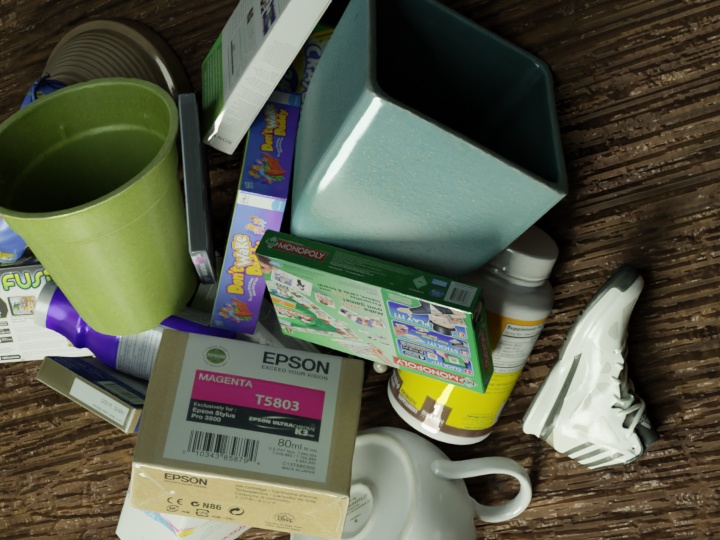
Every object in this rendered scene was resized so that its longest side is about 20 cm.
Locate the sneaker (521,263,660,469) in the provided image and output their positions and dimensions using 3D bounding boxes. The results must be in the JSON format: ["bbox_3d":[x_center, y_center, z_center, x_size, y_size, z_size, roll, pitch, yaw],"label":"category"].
[{"bbox_3d":[0.232,0.094,1.540,0.115,0.076,0.201,33,126,14],"label":"sneaker"}]

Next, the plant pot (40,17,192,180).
[{"bbox_3d":[-0.275,-0.158,1.795,0.200,0.092,0.202,9,106,33],"label":"plant pot"}]

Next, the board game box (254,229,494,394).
[{"bbox_3d":[0.014,0.036,1.495,0.199,0.029,0.135,16,151,19],"label":"board game box"}]

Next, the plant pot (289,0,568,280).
[{"bbox_3d":[0.038,-0.098,1.498,0.195,0.197,0.200,25,126,-19],"label":"plant pot"}]

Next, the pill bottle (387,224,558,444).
[{"bbox_3d":[0.106,0.051,1.579,0.109,0.109,0.201,34,118,22],"label":"pill bottle"}]

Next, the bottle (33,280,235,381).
[{"bbox_3d":[-0.227,0.062,1.735,0.199,0.065,0.084,17,120,5],"label":"bottle"}]

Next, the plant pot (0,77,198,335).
[{"bbox_3d":[-0.238,-0.046,1.632,0.199,0.200,0.191,13,139,31],"label":"plant pot"}]

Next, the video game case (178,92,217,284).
[{"bbox_3d":[-0.151,-0.072,1.619,0.019,0.200,0.144,-4,82,-4],"label":"video game case"}]

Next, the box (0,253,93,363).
[{"bbox_3d":[-0.297,0.034,1.796,0.198,0.035,0.111,-5,113,15],"label":"box"}]

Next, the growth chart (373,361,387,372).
[{"bbox_3d":[0.000,0.000,1.655,0.200,0.018,0.146,44,123,46],"label":"growth chart"}]

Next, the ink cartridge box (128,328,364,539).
[{"bbox_3d":[-0.102,0.149,1.599,0.198,0.165,0.075,8,137,-2],"label":"ink cartridge box"}]

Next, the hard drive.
[{"bbox_3d":[-0.092,0.086,1.750,0.200,0.038,0.140,44,131,18],"label":"hard drive"}]

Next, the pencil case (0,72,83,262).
[{"bbox_3d":[-0.332,-0.099,1.737,0.078,0.087,0.200,53,124,25],"label":"pencil case"}]

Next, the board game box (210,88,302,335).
[{"bbox_3d":[-0.099,-0.055,1.636,0.044,0.135,0.201,11,139,-5],"label":"board game box"}]

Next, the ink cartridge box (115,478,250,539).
[{"bbox_3d":[-0.153,0.204,1.734,0.087,0.145,0.201,43,140,21],"label":"ink cartridge box"}]

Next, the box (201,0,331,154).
[{"bbox_3d":[-0.085,-0.222,1.583,0.036,0.145,0.200,25,120,-22],"label":"box"}]

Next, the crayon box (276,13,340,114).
[{"bbox_3d":[0.002,-0.161,1.634,0.199,0.051,0.127,22,113,27],"label":"crayon box"}]

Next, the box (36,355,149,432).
[{"bbox_3d":[-0.221,0.124,1.760,0.121,0.200,0.033,26,100,26],"label":"box"}]

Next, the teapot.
[{"bbox_3d":[0.042,0.252,1.655,0.199,0.146,0.199,10,73,51],"label":"teapot"}]
